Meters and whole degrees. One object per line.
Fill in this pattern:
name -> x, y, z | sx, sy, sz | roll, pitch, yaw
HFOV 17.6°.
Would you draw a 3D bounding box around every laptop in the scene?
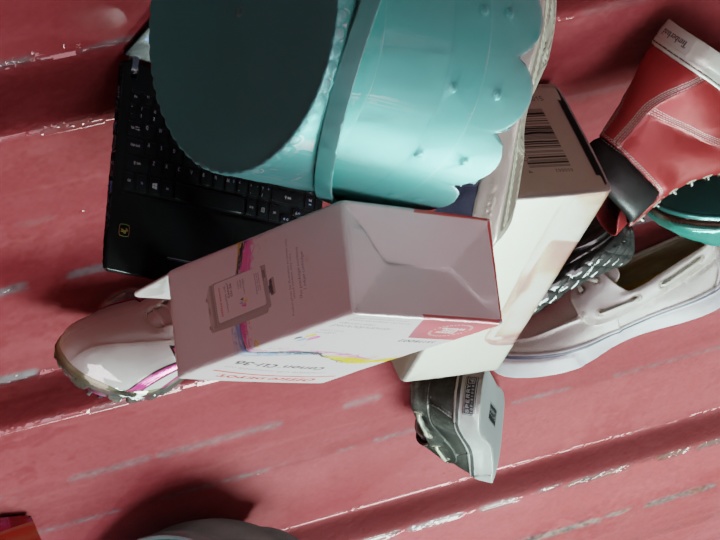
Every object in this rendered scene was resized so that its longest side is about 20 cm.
laptop -> -0.051, -0.088, 1.406 | 0.103, 0.201, 0.177 | -3, 170, 44

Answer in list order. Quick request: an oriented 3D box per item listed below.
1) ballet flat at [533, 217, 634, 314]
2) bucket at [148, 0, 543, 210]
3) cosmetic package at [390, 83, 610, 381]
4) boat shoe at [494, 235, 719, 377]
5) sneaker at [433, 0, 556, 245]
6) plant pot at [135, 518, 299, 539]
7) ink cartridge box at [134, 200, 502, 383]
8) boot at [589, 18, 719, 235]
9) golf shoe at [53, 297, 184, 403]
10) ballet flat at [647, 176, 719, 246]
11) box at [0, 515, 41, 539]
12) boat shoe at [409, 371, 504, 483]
ballet flat -> 0.117, 0.020, 1.723 | 0.200, 0.067, 0.057 | -30, 132, 4
bucket -> -0.013, -0.134, 1.269 | 0.134, 0.208, 0.207 | 2, 140, -38
cosmetic package -> 0.081, -0.025, 1.601 | 0.087, 0.104, 0.200 | -4, 145, -29
boat shoe -> 0.186, 0.019, 1.791 | 0.199, 0.071, 0.070 | -19, 121, -4
sneaker -> 0.067, -0.116, 1.449 | 0.075, 0.084, 0.201 | -28, 132, -75
plant pot -> -0.102, 0.284, 1.875 | 0.200, 0.200, 0.134 | -47, 170, 32
ink cartridge box -> -0.029, 0.021, 1.345 | 0.116, 0.068, 0.200 | 5, 163, -41
boot -> 0.235, -0.075, 1.626 | 0.200, 0.072, 0.144 | 24, 103, -44
golf shoe -> -0.118, 0.032, 1.579 | 0.200, 0.073, 0.092 | -10, 139, -41
ballet flat -> 0.303, -0.049, 1.754 | 0.199, 0.067, 0.071 | -16, 139, -18
box -> -0.313, 0.285, 1.784 | 0.095, 0.100, 0.200 | 0, 141, -36
boat shoe -> 0.077, 0.117, 1.858 | 0.063, 0.071, 0.200 | 5, 160, 11
